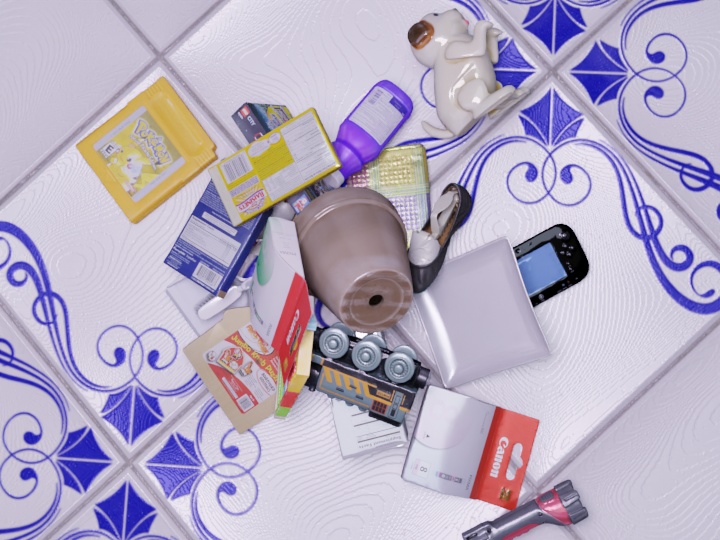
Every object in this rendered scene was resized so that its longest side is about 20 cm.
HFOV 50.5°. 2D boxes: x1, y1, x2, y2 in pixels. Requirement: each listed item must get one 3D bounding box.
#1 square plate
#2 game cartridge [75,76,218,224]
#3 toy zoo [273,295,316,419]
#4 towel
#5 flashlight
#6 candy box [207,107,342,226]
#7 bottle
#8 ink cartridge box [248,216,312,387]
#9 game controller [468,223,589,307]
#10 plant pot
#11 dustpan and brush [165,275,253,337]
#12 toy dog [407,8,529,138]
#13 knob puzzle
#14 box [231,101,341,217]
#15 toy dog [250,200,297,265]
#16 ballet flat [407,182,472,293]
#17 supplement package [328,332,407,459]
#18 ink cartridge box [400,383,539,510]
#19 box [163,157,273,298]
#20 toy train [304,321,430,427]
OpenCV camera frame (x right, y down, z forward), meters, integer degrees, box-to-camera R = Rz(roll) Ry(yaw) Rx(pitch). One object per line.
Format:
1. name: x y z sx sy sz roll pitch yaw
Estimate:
1. square plate: 0.192 0.071 1.253 0.196 0.028 0.202 -23 84 29
2. game cartridge: -0.371 -0.212 1.339 0.199 0.032 0.177 -39 85 1
3. toy zoo: -0.099 0.128 1.164 0.020 0.201 0.133 10 56 -13
4. towel: 0.051 -0.118 1.312 0.141 0.023 0.203 -6 86 2
5. flashlight: 0.268 0.414 1.241 0.198 0.068 0.068 -30 61 4
6. candy box: -0.134 -0.159 1.188 0.198 0.026 0.103 -27 88 14
7. bottle: 0.005 -0.226 1.278 0.083 0.065 0.201 37 73 0
8. ink cartridge box: -0.126 0.046 1.144 0.049 0.201 0.162 8 130 -18
9. game controller: 0.282 0.006 1.280 0.198 0.042 0.105 -29 84 1
10. plant pot: 0.000 0.000 1.180 0.197 0.174 0.202 -11 127 -14
11. dustpan and brush: -0.212 0.036 1.278 0.199 0.057 0.140 -34 104 -1
12. toy dog: 0.163 -0.341 1.281 0.193 0.139 0.202 -32 85 37
13. knob puzzle: -0.170 0.146 1.289 0.216 0.030 0.223 -1 97 -10
14. box: -0.115 -0.186 1.269 0.038 0.136 0.201 -36 84 24
15. toy dog: -0.162 -0.078 1.283 0.131 0.096 0.202 29 88 5
16. ballet flat: 0.118 -0.061 1.259 0.067 0.069 0.202 17 70 32
17. supplement package: 0.003 0.189 1.245 0.108 0.114 0.203 -14 86 3
18. ink cartridge box: 0.182 0.294 1.261 0.197 0.057 0.165 17 87 9
19. box: -0.223 -0.071 1.243 0.120 0.032 0.202 29 89 21
20. toy train: 0.004 0.155 1.153 0.198 0.085 0.115 19 97 6
